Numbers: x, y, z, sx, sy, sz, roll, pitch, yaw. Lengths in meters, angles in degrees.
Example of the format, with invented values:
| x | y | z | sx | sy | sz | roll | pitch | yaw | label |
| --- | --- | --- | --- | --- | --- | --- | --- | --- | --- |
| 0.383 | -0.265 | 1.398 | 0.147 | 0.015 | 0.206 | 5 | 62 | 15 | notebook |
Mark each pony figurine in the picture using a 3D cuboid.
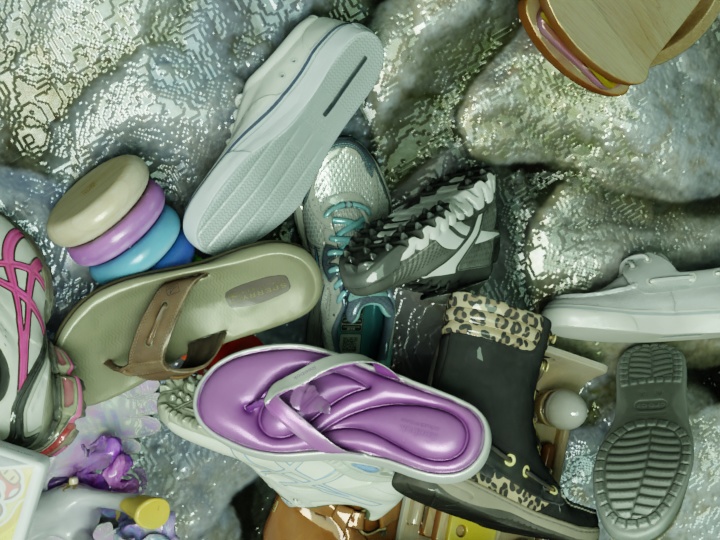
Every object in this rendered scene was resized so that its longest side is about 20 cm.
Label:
| x | y | z | sx | sy | sz | roll | pitch | yaw | label |
| --- | --- | --- | --- | --- | --- | --- | --- | --- | --- |
| -0.208 | 0.166 | 1.014 | 0.193 | 0.200 | 0.167 | -3 | 97 | -31 | pony figurine |

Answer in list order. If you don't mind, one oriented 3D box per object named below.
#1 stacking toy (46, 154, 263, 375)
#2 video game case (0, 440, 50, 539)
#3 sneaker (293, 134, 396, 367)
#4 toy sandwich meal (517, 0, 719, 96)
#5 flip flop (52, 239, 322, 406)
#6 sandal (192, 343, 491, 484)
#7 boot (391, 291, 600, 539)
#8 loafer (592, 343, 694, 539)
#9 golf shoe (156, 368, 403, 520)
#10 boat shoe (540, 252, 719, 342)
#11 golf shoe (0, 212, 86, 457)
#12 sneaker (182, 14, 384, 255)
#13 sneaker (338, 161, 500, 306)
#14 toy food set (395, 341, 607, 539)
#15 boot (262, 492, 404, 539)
| x | y | z | sx | sy | sz | roll | pitch | yaw | label |
| --- | --- | --- | --- | --- | --- | --- | --- | --- | --- |
| -0.133 | 0.014 | 1.050 | 0.085 | 0.085 | 0.200 | -41 | 115 | -5 | stacking toy |
| -0.302 | 0.177 | 0.876 | 0.182 | 0.023 | 0.200 | 18 | 100 | -3 | video game case |
| 0.000 | 0.000 | 1.075 | 0.078 | 0.086 | 0.200 | -9 | 104 | -15 | sneaker |
| 0.206 | -0.237 | 1.093 | 0.205 | 0.070 | 0.205 | -3 | 102 | -15 | toy sandwich meal |
| -0.119 | 0.040 | 0.991 | 0.200 | 0.058 | 0.081 | -19 | 121 | -1 | flip flop |
| -0.012 | 0.088 | 0.963 | 0.202 | 0.050 | 0.083 | 8 | 69 | 7 | sandal |
| 0.114 | 0.112 | 1.053 | 0.200 | 0.073 | 0.151 | 23 | 72 | -36 | boot |
| 0.227 | 0.143 | 1.131 | 0.075 | 0.200 | 0.070 | 0 | 129 | 21 | loafer |
| -0.055 | 0.136 | 1.045 | 0.200 | 0.078 | 0.097 | 16 | 122 | -10 | golf shoe |
| 0.238 | 0.020 | 1.161 | 0.200 | 0.072 | 0.069 | -2 | 81 | -9 | boat shoe |
| -0.248 | 0.028 | 0.960 | 0.073 | 0.200 | 0.092 | -38 | 148 | 16 | golf shoe |
| -0.064 | -0.098 | 1.045 | 0.200 | 0.071 | 0.073 | -51 | 136 | -10 | sneaker |
| 0.054 | -0.008 | 1.048 | 0.066 | 0.200 | 0.091 | -8 | 106 | 32 | sneaker |
| 0.115 | 0.153 | 1.122 | 0.143 | 0.060 | 0.200 | 19 | 78 | -29 | toy food set |
| 0.023 | 0.202 | 1.140 | 0.200 | 0.077 | 0.155 | 4 | 96 | -9 | boot |
